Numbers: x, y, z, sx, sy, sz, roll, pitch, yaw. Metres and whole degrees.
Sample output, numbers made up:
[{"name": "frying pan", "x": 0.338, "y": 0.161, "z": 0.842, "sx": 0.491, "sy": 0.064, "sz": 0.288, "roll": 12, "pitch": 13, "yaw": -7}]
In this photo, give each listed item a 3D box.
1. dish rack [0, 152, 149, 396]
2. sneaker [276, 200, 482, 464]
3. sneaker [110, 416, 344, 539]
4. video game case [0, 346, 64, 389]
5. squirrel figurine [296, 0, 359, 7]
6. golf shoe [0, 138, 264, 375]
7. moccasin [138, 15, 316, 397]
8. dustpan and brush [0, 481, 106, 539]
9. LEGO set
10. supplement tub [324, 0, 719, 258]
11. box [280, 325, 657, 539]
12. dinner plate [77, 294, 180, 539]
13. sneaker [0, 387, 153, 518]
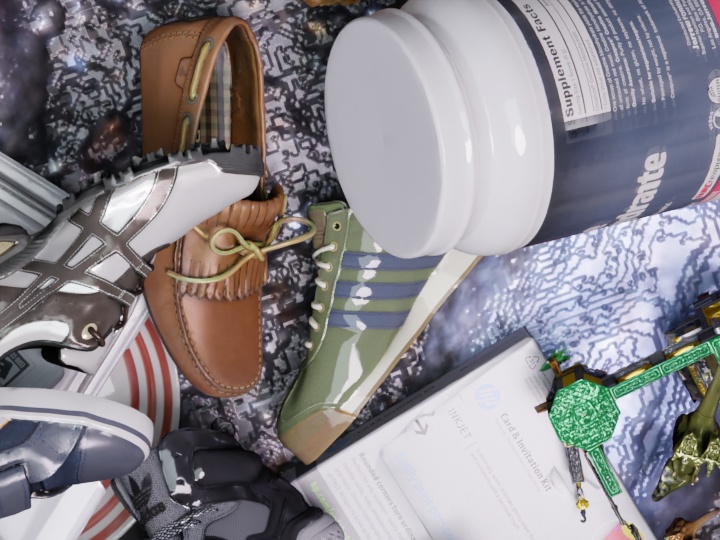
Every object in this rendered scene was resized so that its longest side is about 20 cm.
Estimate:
[{"name": "dish rack", "x": -0.221, "y": 0.039, "z": 1.544, "sx": 0.171, "sy": 0.044, "sz": 0.200, "roll": 32, "pitch": 97, "yaw": -8}, {"name": "sneaker", "x": 0.000, "y": 0.000, "z": 1.563, "sx": 0.090, "sy": 0.067, "sz": 0.200, "roll": 38, "pitch": 90, "yaw": -7}, {"name": "sneaker", "x": -0.097, "y": 0.153, "z": 1.494, "sx": 0.114, "sy": 0.200, "sz": 0.075, "roll": 51, "pitch": 131, "yaw": -1}, {"name": "video game case", "x": -0.283, "y": 0.040, "z": 1.475, "sx": 0.182, "sy": 0.023, "sz": 0.200, "roll": -43, "pitch": 88, "yaw": -16}, {"name": "squirrel figurine", "x": 0.011, "y": -0.239, "z": 1.507, "sx": 0.186, "sy": 0.142, "sz": 0.201, "roll": -27, "pitch": 114, "yaw": -9}, {"name": "golf shoe", "x": -0.132, "y": 0.001, "z": 1.466, "sx": 0.199, "sy": 0.078, "sz": 0.095, "roll": -24, "pitch": 86, "yaw": -4}, {"name": "moccasin", "x": -0.072, "y": -0.034, "z": 1.536, "sx": 0.073, "sy": 0.078, "sz": 0.202, "roll": 2, "pitch": 88, "yaw": -44}, {"name": "dustpan and brush", "x": -0.251, "y": 0.117, "z": 1.502, "sx": 0.200, "sy": 0.057, "sz": 0.140, "roll": 32, "pitch": 94, "yaw": 0}, {"name": "LEGO set", "x": 0.187, "y": 0.101, "z": 1.564, "sx": 0.154, "sy": 0.116, "sz": 0.200, "roll": -35, "pitch": 98, "yaw": 8}, {"name": "supplement tub", "x": 0.097, "y": -0.087, "z": 1.485, "sx": 0.199, "sy": 0.140, "sz": 0.141, "roll": -14, "pitch": 100, "yaw": -26}, {"name": "box", "x": 0.047, "y": 0.149, "z": 1.600, "sx": 0.200, "sy": 0.041, "sz": 0.156, "roll": -32, "pitch": 100, "yaw": 3}, {"name": "dinner plate", "x": -0.198, "y": 0.071, "z": 1.583, "sx": 0.199, "sy": 0.024, "sz": 0.201, "roll": -1, "pitch": 100, "yaw": -3}, {"name": "sneaker", "x": -0.203, "y": 0.101, "z": 1.424, "sx": 0.199, "sy": 0.079, "sz": 0.080, "roll": 3, "pitch": 67, "yaw": 1}]
